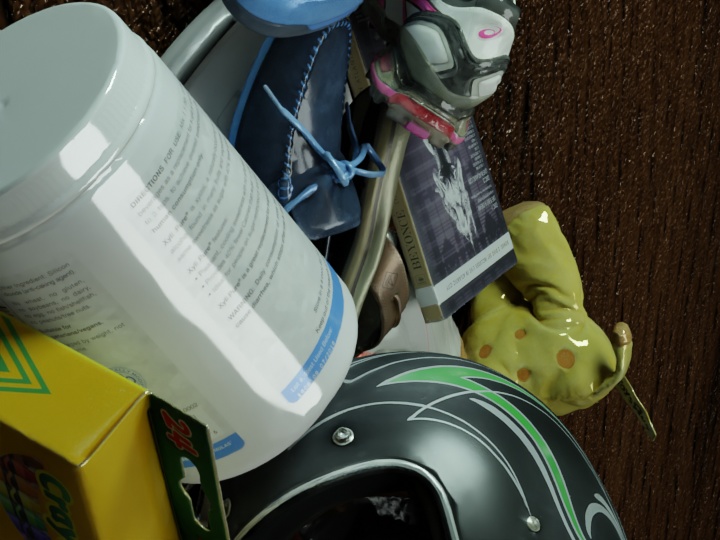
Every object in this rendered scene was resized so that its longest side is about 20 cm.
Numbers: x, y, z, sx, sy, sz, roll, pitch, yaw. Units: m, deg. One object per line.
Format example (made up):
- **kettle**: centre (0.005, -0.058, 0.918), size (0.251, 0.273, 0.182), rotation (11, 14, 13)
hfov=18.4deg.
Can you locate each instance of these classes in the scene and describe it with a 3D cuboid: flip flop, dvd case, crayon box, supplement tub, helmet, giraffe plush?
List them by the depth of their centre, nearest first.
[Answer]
- **crayon box**: centre (-0.150, 0.077, 0.985), size (0.051, 0.200, 0.127), rotation (-49, 150, -30)
- **supplement tub**: centre (-0.102, -0.008, 1.010), size (0.132, 0.132, 0.200), rotation (-55, 129, -23)
- **helmet**: centre (0.025, 0.133, 1.108), size (0.200, 0.191, 0.200), rotation (-39, 165, -13)
- **flip flop**: centre (0.000, 0.000, 1.192), size (0.057, 0.081, 0.200), rotation (13, 97, -27)
- **dvd case**: centre (0.036, -0.081, 1.291), size (0.149, 0.016, 0.200), rotation (-33, 107, -66)
- **giraffe plush**: centre (0.085, 0.071, 1.546), size (0.162, 0.200, 0.173), rotation (-25, 146, -14)

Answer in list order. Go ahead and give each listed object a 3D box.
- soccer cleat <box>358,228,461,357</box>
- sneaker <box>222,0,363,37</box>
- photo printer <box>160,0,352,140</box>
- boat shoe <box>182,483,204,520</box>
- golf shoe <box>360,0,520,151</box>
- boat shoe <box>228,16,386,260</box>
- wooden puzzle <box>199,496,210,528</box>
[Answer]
- **soccer cleat**: centre (0.027, 0.017, 1.322), size (0.078, 0.069, 0.200), rotation (-65, 164, 2)
- **sneaker**: centre (0.015, -0.181, 1.078), size (0.200, 0.066, 0.078), rotation (-32, 170, -31)
- **photo printer**: centre (-0.068, -0.049, 1.197), size (0.167, 0.069, 0.200), rotation (-56, 153, -21)
- **boat shoe**: centre (-0.109, 0.153, 1.148), size (0.074, 0.068, 0.199), rotation (-38, 165, -52)
- **golf shoe**: centre (0.050, -0.142, 1.178), size (0.092, 0.073, 0.200), rotation (-51, -157, 22)
- **boat shoe**: centre (-0.025, -0.036, 1.126), size (0.084, 0.069, 0.200), rotation (-31, 138, -50)
- **wooden puzzle**: centre (-0.050, 0.204, 1.249), size (0.037, 0.185, 0.200), rotation (-90, -161, -62)
